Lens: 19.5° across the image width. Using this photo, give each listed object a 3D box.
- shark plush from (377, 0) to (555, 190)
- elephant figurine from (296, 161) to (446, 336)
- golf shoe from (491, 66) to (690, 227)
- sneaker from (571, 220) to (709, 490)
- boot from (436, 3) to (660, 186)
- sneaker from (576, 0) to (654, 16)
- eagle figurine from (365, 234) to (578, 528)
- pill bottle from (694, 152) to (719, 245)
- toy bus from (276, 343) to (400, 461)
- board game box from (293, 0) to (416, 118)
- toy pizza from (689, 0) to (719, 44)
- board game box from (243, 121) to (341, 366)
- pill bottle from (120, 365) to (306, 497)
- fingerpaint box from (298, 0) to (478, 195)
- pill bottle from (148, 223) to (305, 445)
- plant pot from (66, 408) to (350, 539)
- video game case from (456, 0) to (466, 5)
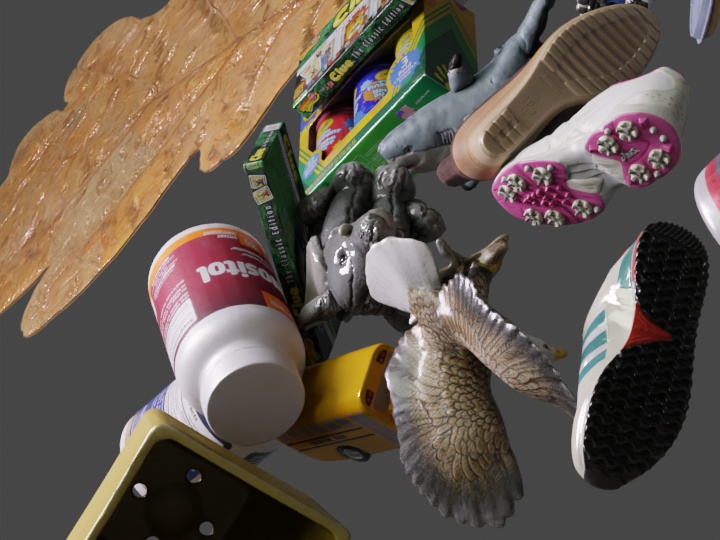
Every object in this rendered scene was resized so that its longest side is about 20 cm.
[{"bbox_3d":[0.105,-0.158,1.854,0.200,0.083,0.091,-47,23,25],"label":"shark plush"},{"bbox_3d":[0.000,0.000,1.807,0.141,0.156,0.200,-28,24,16],"label":"elephant figurine"},{"bbox_3d":[0.187,-0.096,1.657,0.199,0.075,0.092,-23,30,47],"label":"golf shoe"},{"bbox_3d":[0.187,0.068,1.471,0.093,0.070,0.201,129,160,-65],"label":"sneaker"},{"bbox_3d":[0.152,-0.146,1.765,0.200,0.073,0.166,-38,2,-9],"label":"boot"},{"bbox_3d":[0.233,-0.284,1.711,0.200,0.078,0.089,114,-178,-54],"label":"sneaker"},{"bbox_3d":[0.089,0.066,1.564,0.150,0.152,0.201,-13,44,9],"label":"eagle figurine"},{"bbox_3d":[0.315,-0.080,1.302,0.200,0.119,0.120,-47,26,27],"label":"pill bottle"},{"bbox_3d":[0.005,0.110,1.750,0.200,0.078,0.065,-20,44,56],"label":"toy bus"},{"bbox_3d":[0.005,-0.245,2.043,0.200,0.023,0.105,-45,20,29],"label":"board game box"},{"bbox_3d":[0.282,-0.274,1.611,0.200,0.031,0.202,7,-90,-85],"label":"toy pizza"},{"bbox_3d":[-0.059,-0.023,1.890,0.023,0.201,0.105,-11,20,16],"label":"board game box"},{"bbox_3d":[-0.126,0.134,1.944,0.200,0.111,0.112,-40,30,37],"label":"pill bottle"},{"bbox_3d":[0.024,-0.157,2.032,0.200,0.073,0.168,-44,27,31],"label":"fingerpaint box"},{"bbox_3d":[-0.111,0.056,1.792,0.113,0.113,0.200,-51,33,18],"label":"pill bottle"},{"bbox_3d":[-0.152,0.234,1.797,0.196,0.193,0.200,-58,14,2],"label":"plant pot"},{"bbox_3d":[0.058,-0.294,2.194,0.143,0.018,0.201,-46,27,30],"label":"video game case"}]
